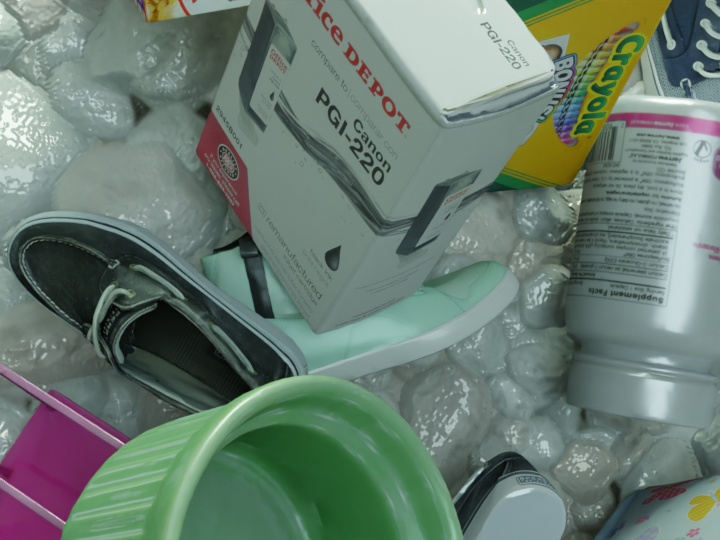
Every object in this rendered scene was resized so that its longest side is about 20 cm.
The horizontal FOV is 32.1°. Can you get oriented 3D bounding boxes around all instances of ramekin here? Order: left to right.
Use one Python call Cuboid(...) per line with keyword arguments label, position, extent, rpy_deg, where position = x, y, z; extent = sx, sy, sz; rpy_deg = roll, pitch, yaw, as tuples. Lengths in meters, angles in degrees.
Cuboid(label="ramekin", position=(-0.046, 0.154, 0.573), extent=(0.199, 0.097, 0.202), rpy_deg=(18, 65, -46))

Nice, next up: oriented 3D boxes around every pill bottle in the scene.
Cuboid(label="pill bottle", position=(0.195, -0.004, 0.818), extent=(0.112, 0.113, 0.202), rpy_deg=(9, 88, -16))

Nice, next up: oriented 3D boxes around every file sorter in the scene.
Cuboid(label="file sorter", position=(-0.183, 0.169, 0.658), extent=(0.138, 0.126, 0.201), rpy_deg=(29, 77, 15))

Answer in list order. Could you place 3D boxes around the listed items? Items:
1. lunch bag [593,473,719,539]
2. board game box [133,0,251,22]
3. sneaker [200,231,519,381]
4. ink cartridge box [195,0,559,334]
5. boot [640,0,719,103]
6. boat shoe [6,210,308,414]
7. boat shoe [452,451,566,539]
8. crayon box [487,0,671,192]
Cuboid(label="lunch bag", position=(0.220, 0.203, 0.743), extent=(0.200, 0.169, 0.128), rpy_deg=(-27, 93, -55))
Cuboid(label="board game box", position=(-0.051, -0.207, 0.746), extent=(0.199, 0.152, 0.047), rpy_deg=(-15, 123, -18))
Cuboid(label="sneaker", position=(0.000, 0.000, 0.778), extent=(0.199, 0.074, 0.119), rpy_deg=(-19, 97, -15))
Cuboid(label="ink cartridge box", position=(-0.001, -0.081, 0.672), extent=(0.084, 0.200, 0.146), rpy_deg=(-22, 69, -35))
Cuboid(label="boot", position=(0.238, -0.161, 0.860), extent=(0.072, 0.090, 0.201), rpy_deg=(-23, 92, -18))
Cuboid(label="boat shoe", position=(-0.122, 0.025, 0.713), extent=(0.199, 0.071, 0.073), rpy_deg=(26, 106, 9))
Cuboid(label="boat shoe", position=(0.054, 0.204, 0.785), extent=(0.071, 0.068, 0.201), rpy_deg=(25, 100, -20))
Cuboid(label="crayon box", position=(0.100, -0.129, 0.759), extent=(0.118, 0.201, 0.059), rpy_deg=(-6, 58, -17))
